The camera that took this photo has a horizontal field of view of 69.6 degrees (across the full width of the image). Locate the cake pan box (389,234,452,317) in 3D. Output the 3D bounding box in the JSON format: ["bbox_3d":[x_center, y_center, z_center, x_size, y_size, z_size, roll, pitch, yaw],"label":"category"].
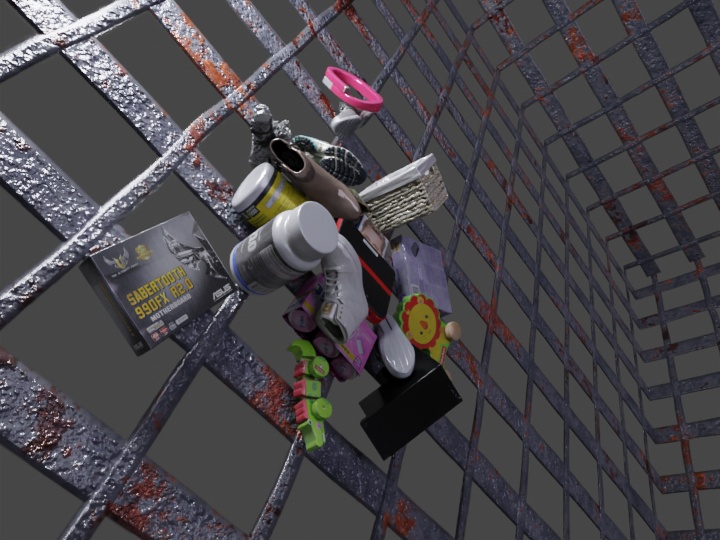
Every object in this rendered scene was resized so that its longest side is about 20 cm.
[{"bbox_3d":[0.165,0.022,1.395,0.182,0.052,0.204,14,59,-43],"label":"cake pan box"}]

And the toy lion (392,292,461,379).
[{"bbox_3d":[0.151,0.166,1.261,0.190,0.068,0.203,31,62,-28],"label":"toy lion"}]

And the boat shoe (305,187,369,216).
[{"bbox_3d":[-0.050,-0.161,1.203,0.062,0.074,0.198,38,25,26],"label":"boat shoe"}]

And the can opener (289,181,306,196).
[{"bbox_3d":[-0.135,-0.190,1.168,0.066,0.054,0.199,37,34,18],"label":"can opener"}]

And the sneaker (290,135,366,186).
[{"bbox_3d":[-0.064,-0.262,1.202,0.198,0.079,0.086,30,25,14],"label":"sneaker"}]

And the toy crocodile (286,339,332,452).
[{"bbox_3d":[-0.097,0.225,0.951,0.061,0.067,0.204,15,56,-38],"label":"toy crocodile"}]

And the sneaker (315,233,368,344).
[{"bbox_3d":[-0.044,0.039,0.969,0.116,0.072,0.203,-52,131,-50],"label":"sneaker"}]

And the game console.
[{"bbox_3d":[0.000,0.000,1.131,0.200,0.031,0.178,48,34,-24],"label":"game console"}]

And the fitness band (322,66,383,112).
[{"bbox_3d":[-0.020,-0.496,1.416,0.142,0.038,0.201,-3,43,-40],"label":"fitness band"}]

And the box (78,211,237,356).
[{"bbox_3d":[-0.311,0.014,0.827,0.160,0.048,0.200,60,37,-7],"label":"box"}]

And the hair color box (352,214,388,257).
[{"bbox_3d":[-0.004,-0.026,1.211,0.100,0.060,0.202,45,41,-24],"label":"hair color box"}]

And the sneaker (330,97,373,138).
[{"bbox_3d":[-0.037,-0.417,1.401,0.082,0.075,0.200,44,34,0],"label":"sneaker"}]

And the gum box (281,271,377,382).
[{"bbox_3d":[-0.055,0.120,1.059,0.201,0.066,0.114,51,38,-17],"label":"gum box"}]

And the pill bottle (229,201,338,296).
[{"bbox_3d":[-0.138,-0.038,0.939,0.113,0.198,0.116,27,49,-37],"label":"pill bottle"}]

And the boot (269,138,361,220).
[{"bbox_3d":[-0.092,-0.175,1.000,0.198,0.071,0.146,36,0,14],"label":"boot"}]

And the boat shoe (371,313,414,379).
[{"bbox_3d":[0.066,0.173,1.115,0.071,0.072,0.201,7,28,-14],"label":"boat shoe"}]

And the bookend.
[{"bbox_3d":[0.082,0.268,1.100,0.198,0.199,0.093,-35,100,-8],"label":"bookend"}]

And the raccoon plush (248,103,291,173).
[{"bbox_3d":[-0.178,-0.299,1.072,0.095,0.201,0.137,5,60,-13],"label":"raccoon plush"}]

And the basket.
[{"bbox_3d":[0.113,-0.192,1.337,0.125,0.198,0.136,61,37,-11],"label":"basket"}]

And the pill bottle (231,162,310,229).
[{"bbox_3d":[-0.149,-0.108,1.039,0.199,0.111,0.114,41,43,-27],"label":"pill bottle"}]
